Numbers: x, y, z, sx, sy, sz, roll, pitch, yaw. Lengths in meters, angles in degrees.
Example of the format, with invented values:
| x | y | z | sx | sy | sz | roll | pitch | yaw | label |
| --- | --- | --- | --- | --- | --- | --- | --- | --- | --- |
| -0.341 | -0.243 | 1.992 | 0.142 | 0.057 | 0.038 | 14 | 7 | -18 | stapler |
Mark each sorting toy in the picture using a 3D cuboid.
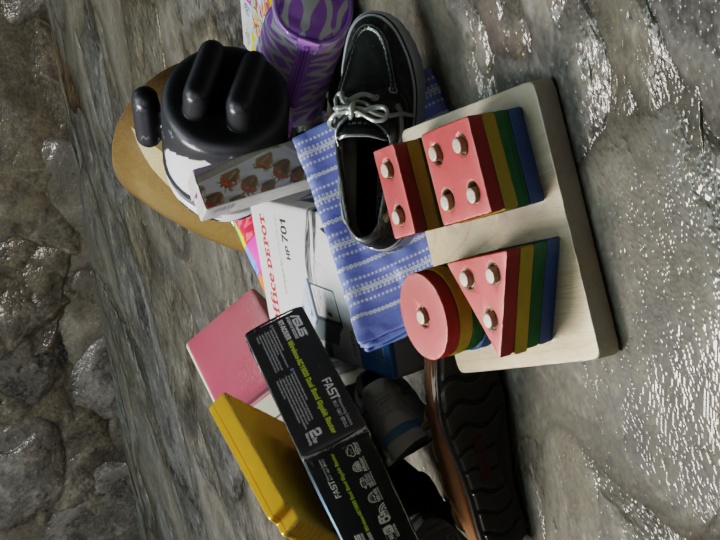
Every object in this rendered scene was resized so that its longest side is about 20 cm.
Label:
| x | y | z | sx | sy | sz | roll | pitch | yaw | label |
| --- | --- | --- | --- | --- | --- | --- | --- | --- | --- |
| 0.086 | -0.021 | 1.265 | 0.200 | 0.069 | 0.200 | -13 | 91 | 63 | sorting toy |

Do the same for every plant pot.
| x | y | z | sx | sy | sz | roll | pitch | yaw | label |
| --- | --- | --- | --- | --- | --- | --- | --- | --- | --- |
| -0.148 | -0.109 | 1.906 | 0.200 | 0.186 | 0.187 | 41 | 145 | 38 | plant pot |

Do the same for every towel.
| x | y | z | sx | sy | sz | roll | pitch | yaw | label |
| --- | --- | --- | --- | --- | --- | --- | --- | --- | --- |
| 0.030 | -0.049 | 1.412 | 0.024 | 0.144 | 0.201 | 7 | -119 | -62 | towel |

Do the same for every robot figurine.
| x | y | z | sx | sy | sz | roll | pitch | yaw | label |
| --- | --- | --- | --- | --- | --- | --- | --- | --- | --- |
| -0.129 | -0.129 | 1.621 | 0.151 | 0.124 | 0.200 | 51 | 159 | 20 | robot figurine |

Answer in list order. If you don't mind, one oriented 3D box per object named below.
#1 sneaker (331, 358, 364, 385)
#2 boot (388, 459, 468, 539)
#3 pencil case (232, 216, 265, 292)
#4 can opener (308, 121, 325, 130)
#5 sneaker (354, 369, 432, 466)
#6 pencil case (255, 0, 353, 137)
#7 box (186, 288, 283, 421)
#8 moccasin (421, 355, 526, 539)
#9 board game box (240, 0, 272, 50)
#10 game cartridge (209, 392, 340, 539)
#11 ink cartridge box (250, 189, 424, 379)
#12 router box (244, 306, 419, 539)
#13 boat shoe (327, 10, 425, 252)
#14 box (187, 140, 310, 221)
| x | y | z | sx | sy | sz | roll | pitch | yaw | label |
| --- | --- | --- | --- | --- | --- | --- | --- | --- | --- |
| -0.048 | 0.046 | 1.829 | 0.200 | 0.076 | 0.115 | -122 | 17 | -60 | sneaker |
| 0.079 | 0.265 | 1.589 | 0.165 | 0.065 | 0.200 | 58 | 175 | -14 | boot |
| -0.093 | -0.063 | 1.752 | 0.201 | 0.088 | 0.089 | 63 | 161 | 21 | pencil case |
| -0.026 | -0.123 | 1.654 | 0.200 | 0.053 | 0.067 | 151 | 104 | -72 | can opener |
| 0.029 | 0.128 | 1.575 | 0.087 | 0.075 | 0.200 | 58 | 174 | 5 | sneaker |
| -0.060 | -0.207 | 1.635 | 0.200 | 0.083 | 0.086 | 111 | 175 | -66 | pencil case |
| -0.096 | 0.140 | 1.936 | 0.128 | 0.109 | 0.200 | 46 | -173 | -41 | box |
| 0.092 | 0.143 | 1.463 | 0.078 | 0.073 | 0.203 | 20 | 133 | 61 | moccasin |
| -0.092 | -0.297 | 1.760 | 0.135 | 0.034 | 0.201 | -124 | 25 | -50 | board game box |
| -0.040 | 0.210 | 1.588 | 0.200 | 0.032 | 0.177 | 32 | -165 | -41 | game cartridge |
| -0.007 | 0.002 | 1.556 | 0.199 | 0.085 | 0.148 | 13 | 118 | 52 | ink cartridge box |
| -0.026 | 0.147 | 1.486 | 0.151 | 0.062 | 0.200 | 68 | 174 | -34 | router box |
| 0.007 | -0.117 | 1.384 | 0.068 | 0.073 | 0.201 | 14 | -102 | -63 | boat shoe |
| -0.053 | -0.093 | 1.505 | 0.041 | 0.199 | 0.039 | 134 | 117 | -72 | box |
